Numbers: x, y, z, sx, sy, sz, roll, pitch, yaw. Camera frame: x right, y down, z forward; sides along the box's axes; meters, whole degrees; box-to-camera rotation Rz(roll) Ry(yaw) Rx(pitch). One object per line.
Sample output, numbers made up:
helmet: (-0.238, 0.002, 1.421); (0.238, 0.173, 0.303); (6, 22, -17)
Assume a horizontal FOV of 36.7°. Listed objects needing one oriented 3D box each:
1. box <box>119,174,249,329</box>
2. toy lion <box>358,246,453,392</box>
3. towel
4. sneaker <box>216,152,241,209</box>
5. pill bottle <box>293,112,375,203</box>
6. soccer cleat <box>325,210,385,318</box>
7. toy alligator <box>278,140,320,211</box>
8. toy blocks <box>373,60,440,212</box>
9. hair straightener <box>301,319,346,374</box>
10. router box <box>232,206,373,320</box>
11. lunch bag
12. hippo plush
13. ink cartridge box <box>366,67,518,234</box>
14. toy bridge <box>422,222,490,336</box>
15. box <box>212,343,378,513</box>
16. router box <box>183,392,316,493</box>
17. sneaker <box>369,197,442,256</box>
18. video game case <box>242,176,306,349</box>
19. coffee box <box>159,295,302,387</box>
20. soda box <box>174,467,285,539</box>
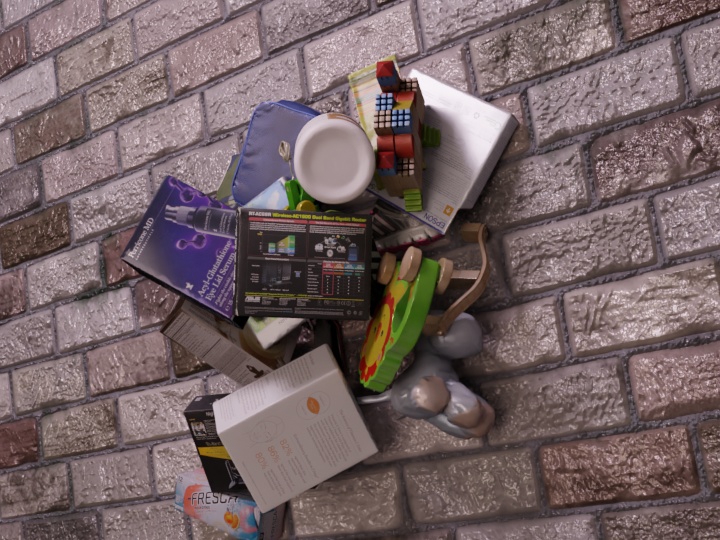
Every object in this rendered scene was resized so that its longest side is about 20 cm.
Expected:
box: (-0.233, -0.026, 1.619); (0.198, 0.104, 0.150); (26, 82, 7)
toy lion: (0.049, 0.073, 1.507); (0.200, 0.068, 0.195); (167, 120, -76)
towel: (0.038, -0.226, 1.642); (0.085, 0.018, 0.203); (-24, 66, 23)
sneaker: (-0.212, -0.106, 1.859); (0.089, 0.066, 0.203); (25, 103, 44)
pill bottle: (-0.039, -0.167, 1.564); (0.112, 0.200, 0.116); (-1, 103, -3)
soccer cleat: (0.000, 0.000, 1.616); (0.067, 0.081, 0.201); (-22, 115, 30)
toy alligator: (-0.084, -0.095, 1.631); (0.059, 0.054, 0.204); (-7, 90, 57)
toy blocks: (0.055, -0.202, 1.541); (0.098, 0.137, 0.204); (-2, 72, 13)
hair straightener: (-0.065, 0.071, 1.728); (0.040, 0.076, 0.204); (-9, 82, 36)
router box: (-0.082, -0.008, 1.538); (0.062, 0.196, 0.153); (169, 103, -79)
lunch bag: (-0.114, -0.167, 1.746); (0.134, 0.132, 0.203); (22, 102, 12)
hippo plush: (0.126, 0.144, 1.571); (0.199, 0.158, 0.163); (-12, 56, 61)
ink cartridge box: (0.108, -0.177, 1.622); (0.195, 0.043, 0.202); (32, 94, 32)
toy bridge: (0.146, 0.013, 1.540); (0.066, 0.027, 0.202); (2, 49, 32)
box: (-0.097, 0.233, 1.613); (0.198, 0.106, 0.154); (-27, 111, -3)
router box: (-0.170, 0.275, 1.744); (0.197, 0.052, 0.160); (-6, 112, 23)
sneaker: (0.032, -0.071, 1.673); (0.197, 0.073, 0.089); (-12, 80, 29)
video game case: (-0.133, -0.011, 1.682); (0.181, 0.022, 0.201); (-35, 86, 12)
coffee box: (-0.205, 0.094, 1.735); (0.199, 0.115, 0.080); (36, 132, -15)
soda box: (-0.222, 0.395, 1.823); (0.198, 0.068, 0.065); (13, 100, 35)
